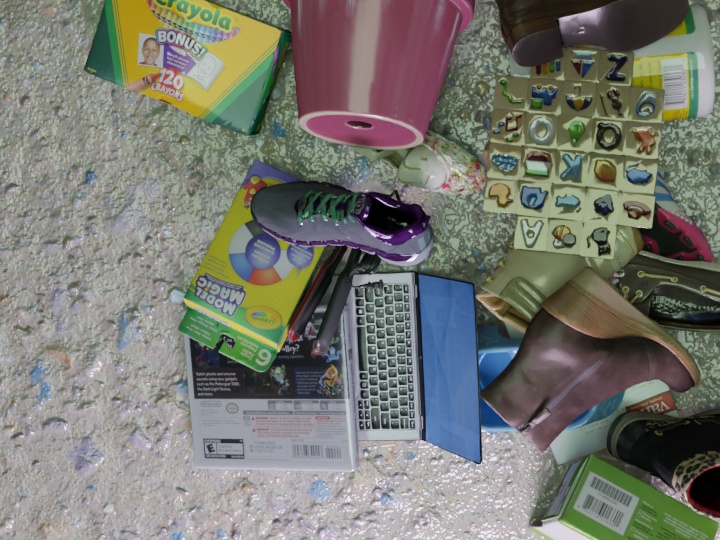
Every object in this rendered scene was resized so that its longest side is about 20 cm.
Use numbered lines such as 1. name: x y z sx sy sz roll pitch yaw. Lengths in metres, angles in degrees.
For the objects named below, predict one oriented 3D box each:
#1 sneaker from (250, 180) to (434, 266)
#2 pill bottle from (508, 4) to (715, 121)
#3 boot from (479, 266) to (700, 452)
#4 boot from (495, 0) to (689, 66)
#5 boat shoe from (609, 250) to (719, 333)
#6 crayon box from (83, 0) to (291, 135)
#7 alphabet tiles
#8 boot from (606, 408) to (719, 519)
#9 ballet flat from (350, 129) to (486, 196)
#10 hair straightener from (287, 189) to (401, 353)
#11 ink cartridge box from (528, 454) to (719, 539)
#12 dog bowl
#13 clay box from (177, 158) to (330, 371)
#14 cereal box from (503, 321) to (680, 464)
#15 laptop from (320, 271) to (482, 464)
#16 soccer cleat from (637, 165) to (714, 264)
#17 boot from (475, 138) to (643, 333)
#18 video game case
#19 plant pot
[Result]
1. sneaker: -0.019 -0.065 1.341 0.197 0.088 0.075 11 69 6
2. pill bottle: 0.252 -0.202 1.321 0.197 0.113 0.114 -6 96 9
3. boot: 0.224 0.107 1.263 0.199 0.072 0.167 37 93 -28
4. boot: 0.209 -0.298 1.294 0.184 0.202 0.065 -10 138 -3
5. boat shoe: 0.294 0.025 1.324 0.197 0.060 0.073 7 124 5
6. crayon box: -0.186 -0.237 1.411 0.198 0.058 0.120 21 100 6
7. alphabet tiles: 0.207 -0.116 1.265 0.164 0.006 0.203 6 88 9
8. boot: 0.366 0.194 1.311 0.197 0.151 0.074 8 101 -18
9. ballet flat: 0.038 -0.128 1.383 0.199 0.064 0.076 31 136 8
10. hair straightener: 0.000 0.000 1.388 0.076 0.041 0.201 24 72 19
11. ink cartridge box: 0.265 0.267 1.356 0.147 0.200 0.076 28 77 4
12. dog bowl: 0.177 0.116 1.362 0.198 0.049 0.113 -6 102 36
13. clay box: -0.107 -0.004 1.397 0.114 0.048 0.202 24 75 5
14. cereal box: 0.243 0.090 1.397 0.142 0.040 0.202 -21 94 11
15. laptop: 0.032 0.102 1.392 0.197 0.116 0.190 -2 96 9
16. soccer cleat: 0.309 -0.066 1.354 0.069 0.087 0.200 -26 117 39
17. boot: 0.164 -0.035 1.317 0.155 0.073 0.200 -45 68 -8
18. video game case: -0.100 0.130 1.445 0.197 0.023 0.185 -2 97 21
19. plant pot: 0.011 -0.224 1.291 0.197 0.200 0.182 6 82 8
